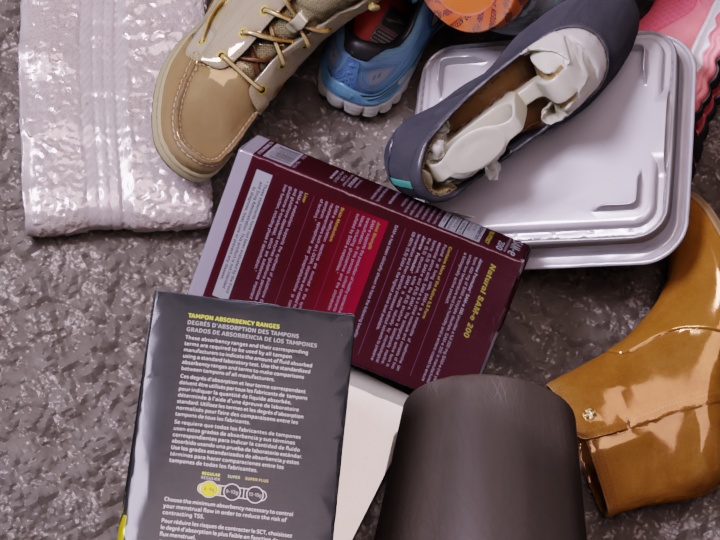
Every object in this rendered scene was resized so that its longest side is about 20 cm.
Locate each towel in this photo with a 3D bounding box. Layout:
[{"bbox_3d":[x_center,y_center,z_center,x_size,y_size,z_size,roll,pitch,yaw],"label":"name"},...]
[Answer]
[{"bbox_3d":[-0.167,-0.119,1.589,0.132,0.035,0.201,-3,69,-5],"label":"towel"}]

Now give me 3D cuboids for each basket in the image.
[{"bbox_3d":[0.072,0.178,1.436,0.136,0.180,0.201,32,50,-37],"label":"basket"}]

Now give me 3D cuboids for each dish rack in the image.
[{"bbox_3d":[0.122,-0.087,1.556,0.199,0.044,0.173,-2,66,20],"label":"dish rack"}]

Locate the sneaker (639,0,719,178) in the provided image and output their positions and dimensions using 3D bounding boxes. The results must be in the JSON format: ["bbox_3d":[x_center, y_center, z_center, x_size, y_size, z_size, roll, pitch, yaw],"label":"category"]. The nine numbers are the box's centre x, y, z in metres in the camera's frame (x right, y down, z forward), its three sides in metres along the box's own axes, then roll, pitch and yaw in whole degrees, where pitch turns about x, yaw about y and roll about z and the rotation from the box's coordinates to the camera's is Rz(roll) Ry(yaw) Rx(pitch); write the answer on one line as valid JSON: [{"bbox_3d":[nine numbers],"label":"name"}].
[{"bbox_3d":[0.201,-0.116,1.613,0.086,0.074,0.201,21,68,27],"label":"sneaker"}]

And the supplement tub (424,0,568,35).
[{"bbox_3d":[0.133,-0.233,1.578,0.199,0.123,0.123,-26,70,-42],"label":"supplement tub"}]

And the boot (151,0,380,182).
[{"bbox_3d":[-0.052,-0.158,1.535,0.073,0.155,0.201,42,54,-20],"label":"boot"}]

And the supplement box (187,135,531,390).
[{"bbox_3d":[0.000,0.000,1.516,0.199,0.061,0.109,23,105,4],"label":"supplement box"}]

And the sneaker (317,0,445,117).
[{"bbox_3d":[0.040,-0.203,1.610,0.078,0.090,0.201,24,67,5],"label":"sneaker"}]

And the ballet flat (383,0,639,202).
[{"bbox_3d":[0.105,-0.109,1.500,0.199,0.073,0.073,-35,74,0],"label":"ballet flat"}]

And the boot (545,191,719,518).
[{"bbox_3d":[0.189,0.053,1.531,0.143,0.071,0.202,-13,74,-10],"label":"boot"}]

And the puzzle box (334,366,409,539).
[{"bbox_3d":[-0.061,0.142,1.498,0.132,0.025,0.201,26,68,6],"label":"puzzle box"}]

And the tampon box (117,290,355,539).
[{"bbox_3d":[-0.079,0.135,1.404,0.125,0.150,0.201,7,68,-3],"label":"tampon box"}]
